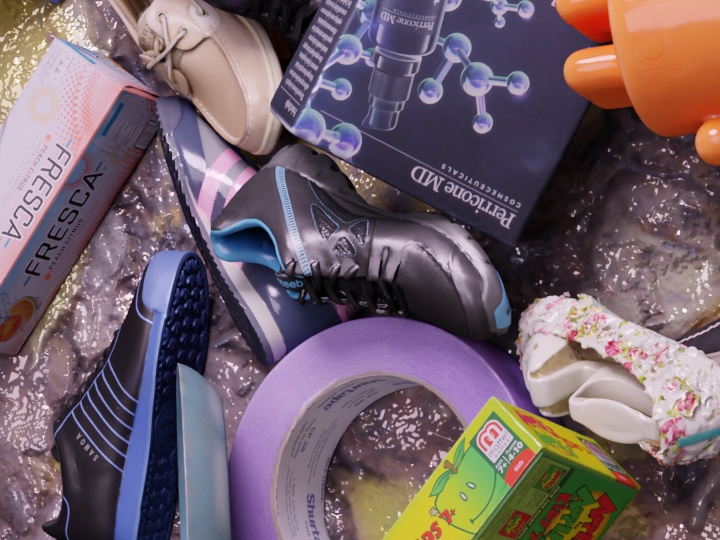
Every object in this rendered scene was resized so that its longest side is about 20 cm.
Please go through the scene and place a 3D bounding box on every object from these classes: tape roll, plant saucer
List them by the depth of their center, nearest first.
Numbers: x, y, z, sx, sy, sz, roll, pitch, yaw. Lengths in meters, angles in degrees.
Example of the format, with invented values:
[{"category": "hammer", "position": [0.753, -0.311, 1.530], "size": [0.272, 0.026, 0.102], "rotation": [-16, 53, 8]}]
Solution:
[{"category": "tape roll", "position": [0.022, 0.130, 1.448], "size": [0.199, 0.066, 0.201], "rotation": [-4, 81, 27]}, {"category": "plant saucer", "position": [-0.091, 0.154, 1.448], "size": [0.027, 0.200, 0.201], "rotation": [-3, 79, -6]}]

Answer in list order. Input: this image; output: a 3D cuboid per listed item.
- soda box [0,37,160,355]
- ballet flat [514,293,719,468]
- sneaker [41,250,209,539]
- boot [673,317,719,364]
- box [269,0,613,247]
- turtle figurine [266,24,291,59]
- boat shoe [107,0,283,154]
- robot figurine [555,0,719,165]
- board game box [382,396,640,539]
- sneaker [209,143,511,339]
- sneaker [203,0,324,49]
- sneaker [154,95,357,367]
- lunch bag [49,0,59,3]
[{"category": "soda box", "position": [-0.210, -0.047, 1.598], "size": [0.068, 0.064, 0.200], "rotation": [37, 99, 27]}, {"category": "ballet flat", "position": [0.131, 0.059, 1.355], "size": [0.200, 0.064, 0.076], "rotation": [17, 126, 58]}, {"category": "sneaker", "position": [-0.150, 0.081, 1.540], "size": [0.078, 0.070, 0.201], "rotation": [11, 89, 22]}, {"category": "boot", "position": [0.245, -0.023, 1.353], "size": [0.200, 0.073, 0.151], "rotation": [-24, 67, 31]}, {"category": "box", "position": [0.061, -0.140, 1.410], "size": [0.148, 0.107, 0.200], "rotation": [26, 96, -13]}, {"category": "turtle figurine", "position": [0.000, -0.228, 1.517], "size": [0.161, 0.064, 0.201], "rotation": [6, 100, 38]}, {"category": "boat shoe", "position": [-0.109, -0.142, 1.532], "size": [0.200, 0.065, 0.072], "rotation": [57, 138, 36]}, {"category": "robot figurine", "position": [0.206, -0.134, 1.299], "size": [0.199, 0.117, 0.144], "rotation": [-11, 39, 22]}, {"category": "board game box", "position": [0.051, 0.170, 1.328], "size": [0.200, 0.101, 0.048], "rotation": [-53, 51, 10]}, {"category": "sneaker", "position": [0.000, 0.000, 1.419], "size": [0.200, 0.073, 0.082], "rotation": [27, 53, 37]}, {"category": "sneaker", "position": [-0.056, -0.166, 1.479], "size": [0.200, 0.088, 0.076], "rotation": [39, 127, 9]}, {"category": "sneaker", "position": [-0.064, -0.035, 1.530], "size": [0.082, 0.070, 0.200], "rotation": [-23, 64, -8]}, {"category": "lunch bag", "position": [-0.223, -0.275, 1.563], "size": [0.151, 0.200, 0.094], "rotation": [-46, 64, 14]}]
